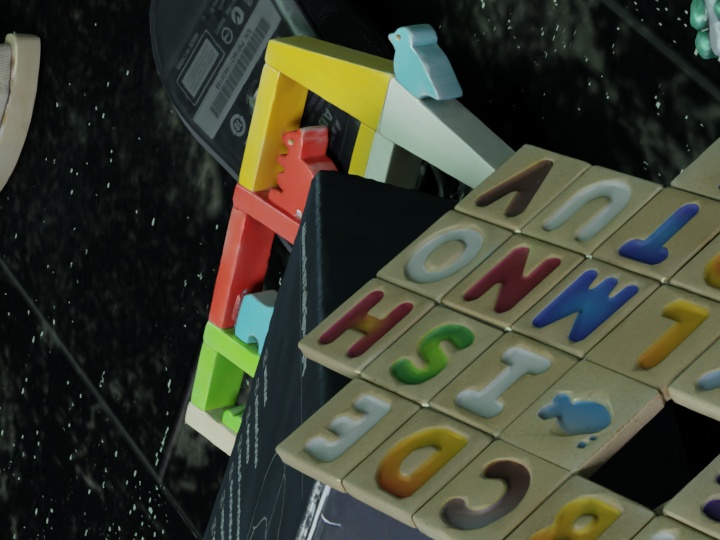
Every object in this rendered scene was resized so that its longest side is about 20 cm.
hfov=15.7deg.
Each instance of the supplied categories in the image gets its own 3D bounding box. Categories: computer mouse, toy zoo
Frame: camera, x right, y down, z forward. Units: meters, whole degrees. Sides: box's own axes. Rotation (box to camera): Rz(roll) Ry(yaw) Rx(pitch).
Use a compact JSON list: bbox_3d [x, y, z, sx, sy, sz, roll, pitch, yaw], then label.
[{"bbox_3d":[-0.014,-0.053,1.043,0.200,0.053,0.139,57,133,21],"label":"computer mouse"},{"bbox_3d":[0.000,0.000,0.986,0.131,0.020,0.201,33,120,37],"label":"toy zoo"}]

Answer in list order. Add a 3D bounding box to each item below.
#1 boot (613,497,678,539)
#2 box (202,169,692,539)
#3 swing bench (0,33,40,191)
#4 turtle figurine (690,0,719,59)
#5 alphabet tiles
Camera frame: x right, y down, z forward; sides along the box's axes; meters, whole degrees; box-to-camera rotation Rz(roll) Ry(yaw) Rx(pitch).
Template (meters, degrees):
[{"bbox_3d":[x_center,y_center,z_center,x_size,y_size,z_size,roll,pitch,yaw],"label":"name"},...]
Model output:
[{"bbox_3d":[0.131,0.116,0.682,0.072,0.200,0.145,36,143,48],"label":"boot"},{"bbox_3d":[0.016,0.104,0.863,0.200,0.124,0.197,-93,17,-62],"label":"box"},{"bbox_3d":[-0.298,-0.093,1.317,0.200,0.198,0.130,39,122,49],"label":"swing bench"},{"bbox_3d":[0.171,-0.082,0.727,0.200,0.100,0.150,62,154,11],"label":"turtle figurine"},{"bbox_3d":[0.073,0.015,0.710,0.200,0.167,0.008,22,147,53],"label":"alphabet tiles"}]
